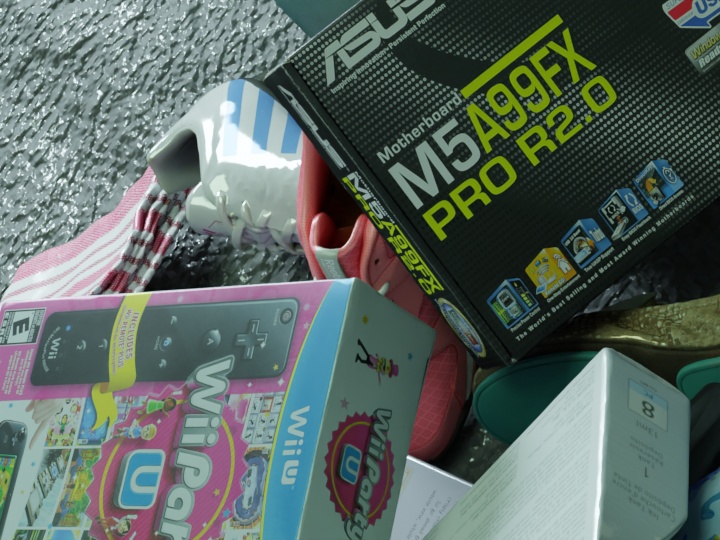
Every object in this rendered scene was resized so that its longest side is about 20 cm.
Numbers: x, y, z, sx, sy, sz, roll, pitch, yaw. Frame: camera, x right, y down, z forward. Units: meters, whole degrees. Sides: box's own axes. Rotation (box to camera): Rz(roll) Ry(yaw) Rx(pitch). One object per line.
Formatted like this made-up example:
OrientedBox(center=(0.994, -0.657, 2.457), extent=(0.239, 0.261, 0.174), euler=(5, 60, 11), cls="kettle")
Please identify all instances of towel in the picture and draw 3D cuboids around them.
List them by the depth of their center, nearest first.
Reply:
OrientedBox(center=(-0.163, 0.028, 1.408), extent=(0.146, 0.030, 0.200), euler=(-34, 18, 33), cls="towel")

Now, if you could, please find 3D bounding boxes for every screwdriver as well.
OrientedBox(center=(0.094, 0.124, 1.097), extent=(0.200, 0.028, 0.029), euler=(-53, 13, -23), cls="screwdriver")

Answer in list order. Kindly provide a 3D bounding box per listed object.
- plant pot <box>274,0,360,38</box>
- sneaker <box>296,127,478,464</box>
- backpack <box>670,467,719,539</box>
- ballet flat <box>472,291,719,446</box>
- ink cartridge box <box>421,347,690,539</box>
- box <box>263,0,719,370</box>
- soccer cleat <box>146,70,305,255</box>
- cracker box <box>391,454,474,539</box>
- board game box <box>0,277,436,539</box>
OrientedBox(center=(0.036, -0.176, 1.294), extent=(0.200, 0.161, 0.201), euler=(-38, 38, 37), cls="plant pot")
OrientedBox(center=(0.000, 0.000, 1.243), extent=(0.073, 0.087, 0.201), euler=(0, 108, 25), cls="sneaker")
OrientedBox(center=(0.195, 0.119, 1.029), extent=(0.200, 0.153, 0.164), euler=(-45, 44, 39), cls="backpack")
OrientedBox(center=(0.140, 0.038, 1.183), extent=(0.199, 0.071, 0.065), euler=(-6, 34, 37), cls="ballet flat")
OrientedBox(center=(0.057, 0.146, 1.027), extent=(0.160, 0.047, 0.200), euler=(-49, 19, 32), cls="ink cartridge box")
OrientedBox(center=(0.084, -0.080, 1.184), extent=(0.200, 0.161, 0.044), euler=(-38, 5, -13), cls="box")
OrientedBox(center=(-0.032, -0.030, 1.354), extent=(0.086, 0.070, 0.200), euler=(-35, 37, -16), cls="soccer cleat")
OrientedBox(center=(0.041, 0.164, 1.186), extent=(0.200, 0.058, 0.134), euler=(22, 79, 48), cls="cracker box")
OrientedBox(center=(-0.077, 0.084, 1.155), extent=(0.199, 0.064, 0.148), euler=(-3, 65, 36), cls="board game box")
